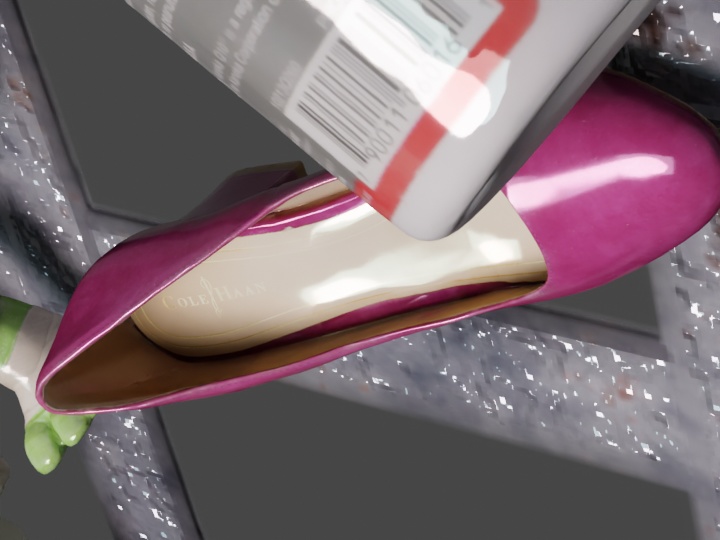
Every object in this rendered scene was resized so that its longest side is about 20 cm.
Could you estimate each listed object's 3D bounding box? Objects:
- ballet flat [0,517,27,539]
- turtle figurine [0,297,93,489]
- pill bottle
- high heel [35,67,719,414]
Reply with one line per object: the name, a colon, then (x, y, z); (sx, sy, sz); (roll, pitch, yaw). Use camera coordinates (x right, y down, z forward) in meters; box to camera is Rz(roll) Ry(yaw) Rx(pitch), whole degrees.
ballet flat: (-0.160, 0.124, 0.920); (0.200, 0.073, 0.073); (-8, 121, 53)
turtle figurine: (-0.183, 0.018, 0.735); (0.194, 0.144, 0.200); (38, 174, -15)
pill bottle: (-0.024, -0.110, 0.523); (0.200, 0.114, 0.114); (41, 143, 4)
high heel: (0.000, 0.000, 0.621); (0.200, 0.096, 0.067); (-2, 124, 43)
